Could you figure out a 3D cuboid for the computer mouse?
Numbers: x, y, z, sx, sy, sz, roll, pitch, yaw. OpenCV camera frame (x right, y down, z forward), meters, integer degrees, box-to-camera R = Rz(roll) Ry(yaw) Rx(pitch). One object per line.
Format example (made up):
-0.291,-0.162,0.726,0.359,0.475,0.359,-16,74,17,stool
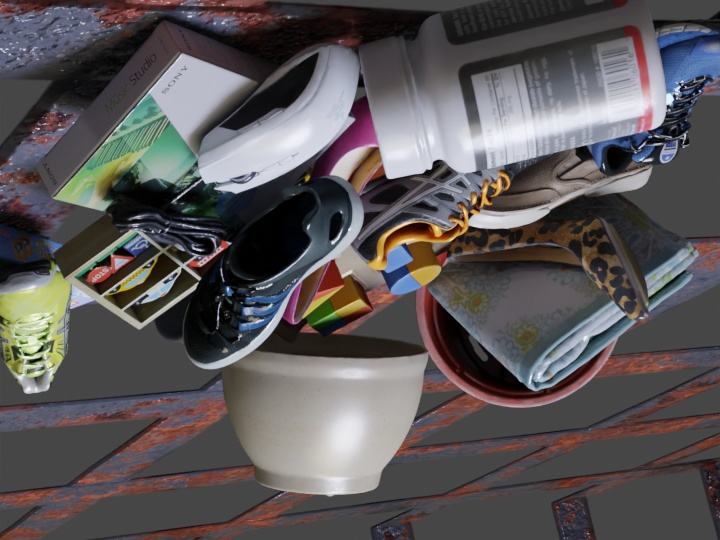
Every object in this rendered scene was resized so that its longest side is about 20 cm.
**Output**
-0.075,-0.080,1.190,0.200,0.044,0.109,-40,150,13,computer mouse

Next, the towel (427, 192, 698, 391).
0.183,0.004,1.552,0.199,0.171,0.048,-35,131,-11,towel

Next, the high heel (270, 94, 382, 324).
-0.011,-0.052,1.310,0.200,0.096,0.067,-40,150,18,high heel

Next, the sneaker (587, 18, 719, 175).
0.244,-0.133,1.347,0.078,0.090,0.200,-5,162,-27,sneaker

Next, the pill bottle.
0.104,-0.133,1.197,0.198,0.115,0.114,-13,164,3,pill bottle

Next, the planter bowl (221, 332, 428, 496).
-0.038,0.136,1.619,0.198,0.136,0.200,4,-176,0,planter bowl

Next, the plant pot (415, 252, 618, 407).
0.162,0.041,1.726,0.199,0.203,0.195,-14,172,5,plant pot

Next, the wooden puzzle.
0.000,0.000,1.516,0.199,0.047,0.185,-32,161,5,wooden puzzle

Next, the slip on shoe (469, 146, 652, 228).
0.163,-0.090,1.452,0.198,0.076,0.061,-12,132,-20,slip on shoe

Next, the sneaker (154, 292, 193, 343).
-0.094,0.016,1.657,0.200,0.068,0.108,-23,171,19,sneaker

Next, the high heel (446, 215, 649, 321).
0.162,0.002,1.492,0.142,0.201,0.071,-35,138,10,high heel

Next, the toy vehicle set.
-0.130,-0.039,1.347,0.199,0.027,0.124,-36,151,7,toy vehicle set

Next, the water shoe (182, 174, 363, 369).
-0.084,-0.001,1.275,0.200,0.072,0.079,-47,157,26,water shoe

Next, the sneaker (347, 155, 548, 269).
0.073,-0.065,1.378,0.199,0.078,0.078,-24,160,3,sneaker

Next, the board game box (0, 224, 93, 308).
-0.330,0.011,1.498,0.150,0.037,0.200,-19,164,21,board game box

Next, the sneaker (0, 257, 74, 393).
-0.274,0.046,1.457,0.075,0.077,0.200,-10,162,-9,sneaker

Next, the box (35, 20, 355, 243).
-0.113,-0.092,1.215,0.144,0.036,0.199,-45,148,22,box
